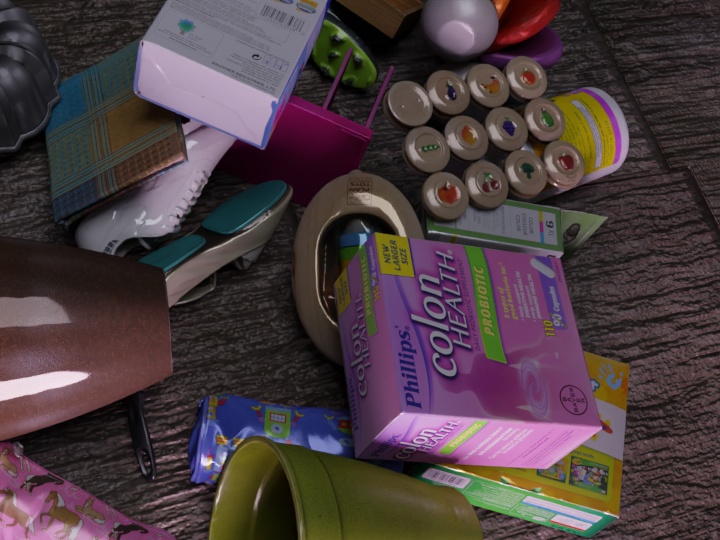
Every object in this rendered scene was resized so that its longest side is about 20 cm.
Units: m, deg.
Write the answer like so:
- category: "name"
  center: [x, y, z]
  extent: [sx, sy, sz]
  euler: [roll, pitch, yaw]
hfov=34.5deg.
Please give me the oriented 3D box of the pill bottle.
- category: "pill bottle"
  center: [0.193, -0.130, 1.285]
  extent: [0.199, 0.104, 0.104]
  euler: [-21, 70, -26]

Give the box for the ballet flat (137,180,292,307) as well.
- category: "ballet flat"
  center: [-0.144, -0.018, 1.145]
  extent: [0.200, 0.070, 0.070]
  euler: [-33, 75, -23]

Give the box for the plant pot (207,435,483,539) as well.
- category: "plant pot"
  center: [-0.006, 0.245, 0.980]
  extent: [0.192, 0.200, 0.201]
  euler: [7, 59, -27]

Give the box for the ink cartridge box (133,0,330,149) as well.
- category: "ink cartridge box"
  center: [-0.112, -0.229, 1.101]
  extent: [0.136, 0.076, 0.200]
  euler: [24, 54, -4]

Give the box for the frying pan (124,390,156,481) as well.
- category: "frying pan"
  center: [-0.203, 0.083, 1.062]
  extent: [0.115, 0.031, 0.190]
  euler: [-40, 82, 12]

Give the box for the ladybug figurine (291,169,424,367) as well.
- category: "ladybug figurine"
  center: [0.000, 0.000, 1.152]
  extent: [0.135, 0.072, 0.201]
  euler: [1, 79, 2]

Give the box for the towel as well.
- category: "towel"
  center: [-0.244, -0.141, 1.136]
  extent: [0.146, 0.022, 0.200]
  euler: [-26, 48, 8]

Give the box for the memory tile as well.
- category: "memory tile"
  center: [0.129, -0.139, 1.182]
  extent: [0.199, 0.017, 0.154]
  euler: [-17, 79, -26]

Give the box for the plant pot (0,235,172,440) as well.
- category: "plant pot"
  center: [-0.263, 0.052, 0.980]
  extent: [0.199, 0.187, 0.188]
  euler: [-5, 63, -11]

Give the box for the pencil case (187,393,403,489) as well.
- category: "pencil case"
  center: [-0.058, 0.158, 1.063]
  extent: [0.199, 0.078, 0.087]
  euler: [6, 54, -13]

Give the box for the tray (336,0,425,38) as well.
- category: "tray"
  center: [-0.024, -0.345, 1.356]
  extent: [0.200, 0.037, 0.099]
  euler: [36, 25, 4]

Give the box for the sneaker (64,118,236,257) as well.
- category: "sneaker"
  center: [-0.191, -0.076, 1.138]
  extent: [0.200, 0.076, 0.081]
  euler: [-39, 77, -3]

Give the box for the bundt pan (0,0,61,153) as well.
- category: "bundt pan"
  center: [-0.401, -0.204, 1.144]
  extent: [0.201, 0.076, 0.203]
  euler: [2, 58, -4]

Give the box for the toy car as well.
- category: "toy car"
  center: [0.149, -0.262, 1.284]
  extent: [0.149, 0.200, 0.175]
  euler: [2, 42, 10]

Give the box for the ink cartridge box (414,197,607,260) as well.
- category: "ink cartridge box"
  center: [0.148, -0.023, 1.212]
  extent: [0.199, 0.104, 0.060]
  euler: [8, 60, -13]

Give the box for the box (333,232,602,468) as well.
- category: "box"
  center: [0.092, 0.074, 1.038]
  extent: [0.199, 0.097, 0.176]
  euler: [7, 56, -23]

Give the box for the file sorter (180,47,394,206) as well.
- category: "file sorter"
  center: [-0.082, -0.177, 1.210]
  extent: [0.199, 0.139, 0.126]
  euler: [23, 54, -3]

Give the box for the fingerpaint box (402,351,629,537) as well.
- category: "fingerpaint box"
  center: [0.153, 0.149, 1.134]
  extent: [0.199, 0.073, 0.167]
  euler: [16, 58, -7]

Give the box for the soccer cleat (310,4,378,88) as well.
- category: "soccer cleat"
  center: [-0.050, -0.286, 1.325]
  extent: [0.200, 0.068, 0.081]
  euler: [39, 45, 7]

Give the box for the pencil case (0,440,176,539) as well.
- category: "pencil case"
  center: [-0.247, 0.221, 0.969]
  extent: [0.200, 0.087, 0.083]
  euler: [30, 26, 1]
